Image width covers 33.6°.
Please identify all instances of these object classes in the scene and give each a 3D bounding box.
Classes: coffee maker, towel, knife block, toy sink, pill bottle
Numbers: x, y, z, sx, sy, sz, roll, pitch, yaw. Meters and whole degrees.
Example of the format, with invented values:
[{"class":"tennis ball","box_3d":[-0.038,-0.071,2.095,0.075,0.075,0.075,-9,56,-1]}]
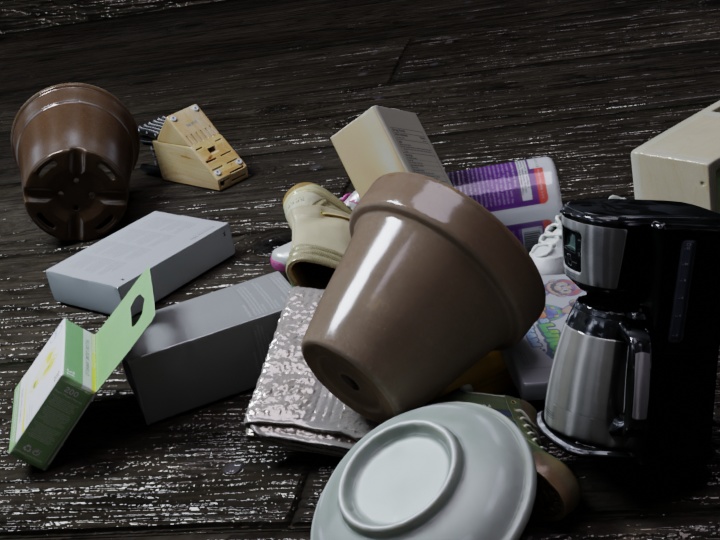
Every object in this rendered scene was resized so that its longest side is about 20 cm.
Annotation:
[{"class":"coffee maker","box_3d":[0.245,0.045,0.981,0.192,0.201,0.135,-2,14,-32]},{"class":"towel","box_3d":[-0.029,0.093,1.163,0.132,0.035,0.200,8,45,7]},{"class":"knife block","box_3d":[-0.286,-0.176,1.943,0.064,0.176,0.200,-32,76,-36]},{"class":"toy sink","box_3d":[0.420,-0.104,1.371,0.200,0.131,0.112,-28,29,-34]},{"class":"pill bottle","box_3d":[0.140,-0.068,1.435,0.199,0.112,0.111,-9,24,5]}]

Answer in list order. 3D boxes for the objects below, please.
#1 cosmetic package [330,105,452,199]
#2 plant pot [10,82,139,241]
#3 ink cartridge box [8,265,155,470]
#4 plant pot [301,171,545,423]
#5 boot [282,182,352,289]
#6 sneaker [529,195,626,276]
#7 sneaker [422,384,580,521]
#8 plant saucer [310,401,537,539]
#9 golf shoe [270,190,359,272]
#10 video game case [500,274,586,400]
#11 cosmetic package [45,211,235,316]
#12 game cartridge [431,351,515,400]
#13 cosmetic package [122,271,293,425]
[{"class":"cosmetic package","box_3d":[0.056,-0.080,1.341,0.071,0.200,0.105,-33,-16,27]},{"class":"plant pot","box_3d":[-0.430,-0.153,1.802,0.200,0.201,0.198,-14,33,-6]},{"class":"ink cartridge box","box_3d":[-0.287,0.088,1.225,0.200,0.048,0.146,-55,22,11]},{"class":"plant pot","box_3d":[0.039,0.038,1.083,0.200,0.200,0.175,16,56,46]},{"class":"boot","box_3d":[0.000,0.000,1.319,0.073,0.200,0.156,-45,26,24]},{"class":"sneaker","box_3d":[0.227,-0.024,1.332,0.200,0.087,0.074,-24,28,-26]},{"class":"sneaker","box_3d":[0.127,0.144,1.029,0.090,0.067,0.200,-33,28,-29]},{"class":"plant saucer","box_3d":[0.039,0.174,0.942,0.200,0.050,0.200,-22,36,17]},{"class":"golf shoe","box_3d":[-0.024,-0.056,1.511,0.200,0.092,0.075,-18,26,-12]},{"class":"video game case","box_3d":[0.223,0.059,1.176,0.182,0.024,0.200,-4,29,-6]},{"class":"cosmetic package","box_3d":[-0.289,-0.011,1.576,0.151,0.052,0.200,8,31,40]},{"class":"game cartridge","box_3d":[0.093,0.076,1.239,0.176,0.033,0.200,-22,26,-22]},{"class":"cosmetic package","box_3d":[-0.156,0.080,1.280,0.200,0.090,0.107,-20,26,-12]}]
